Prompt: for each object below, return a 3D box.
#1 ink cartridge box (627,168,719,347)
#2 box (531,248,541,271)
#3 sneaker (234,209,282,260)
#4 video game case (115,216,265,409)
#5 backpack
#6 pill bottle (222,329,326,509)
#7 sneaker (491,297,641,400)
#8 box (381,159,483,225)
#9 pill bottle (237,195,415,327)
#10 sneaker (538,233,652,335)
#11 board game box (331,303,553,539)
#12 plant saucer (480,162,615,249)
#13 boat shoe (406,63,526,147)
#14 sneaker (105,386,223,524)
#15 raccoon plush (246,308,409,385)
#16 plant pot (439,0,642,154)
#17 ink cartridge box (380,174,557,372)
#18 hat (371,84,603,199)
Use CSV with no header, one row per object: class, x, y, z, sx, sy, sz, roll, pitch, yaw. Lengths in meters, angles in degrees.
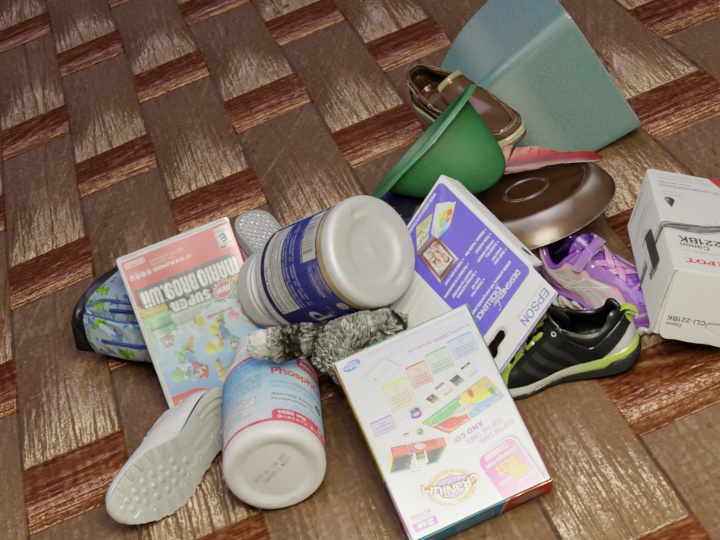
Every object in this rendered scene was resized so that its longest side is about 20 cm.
ink cartridge box,0.369,-0.011,1.587,0.143,0.084,0.201,9,34,-5
box,0.147,-0.020,1.790,0.198,0.069,0.082,-24,28,-5
sneaker,-0.100,0.025,1.862,0.075,0.105,0.201,-15,45,-19
video game case,-0.185,0.056,1.766,0.142,0.202,0.017,-21,0,-1
backpack,-0.239,0.045,1.870,0.199,0.155,0.163,24,43,33
pill bottle,-0.095,0.153,1.633,0.108,0.109,0.201,-17,33,6
sneaker,0.199,0.073,1.602,0.198,0.083,0.072,-16,31,14
box,0.079,-0.082,1.765,0.120,0.033,0.201,-6,29,21
pill bottle,-0.044,0.000,1.649,0.199,0.120,0.120,-20,21,51
sneaker,0.265,0.006,1.666,0.080,0.089,0.199,-37,36,-27
board game box,0.079,0.153,1.494,0.152,0.040,0.201,-23,67,-4
plant saucer,0.194,-0.082,1.755,0.198,0.032,0.201,-19,24,9
boat shoe,0.118,-0.201,1.832,0.075,0.075,0.202,-42,37,-15
sneaker,-0.216,0.207,1.672,0.080,0.077,0.200,-6,29,44
raccoon plush,-0.013,0.123,1.594,0.198,0.097,0.135,-10,73,6
plant pot,0.212,-0.236,1.978,0.199,0.196,0.197,-36,30,10
ink cartridge box,0.102,0.037,1.621,0.200,0.043,0.199,48,115,31
hat,0.139,-0.095,1.698,0.200,0.176,0.166,-46,6,20
